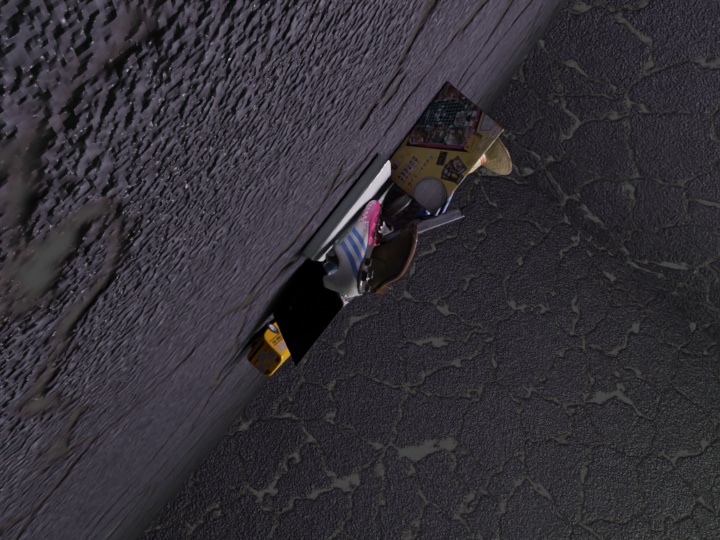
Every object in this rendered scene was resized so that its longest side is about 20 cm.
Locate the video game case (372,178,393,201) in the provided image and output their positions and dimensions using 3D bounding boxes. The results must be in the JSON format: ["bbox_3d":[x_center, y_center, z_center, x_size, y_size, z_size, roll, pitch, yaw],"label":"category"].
[{"bbox_3d":[0.028,-0.146,1.166,0.182,0.024,0.200,-50,178,-29],"label":"video game case"}]

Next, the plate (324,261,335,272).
[{"bbox_3d":[-0.076,0.005,1.227,0.199,0.026,0.200,-41,178,-2],"label":"plate"}]

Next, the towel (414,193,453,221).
[{"bbox_3d":[0.146,-0.168,1.183,0.113,0.048,0.200,-61,-161,0],"label":"towel"}]

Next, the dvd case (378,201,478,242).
[{"bbox_3d":[0.124,-0.089,1.013,0.198,0.018,0.142,-19,-175,27],"label":"dvd case"}]

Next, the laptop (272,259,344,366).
[{"bbox_3d":[-0.082,0.050,1.040,0.115,0.201,0.188,2,137,-42],"label":"laptop"}]

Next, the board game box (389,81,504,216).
[{"bbox_3d":[0.151,-0.224,0.967,0.201,0.135,0.035,-51,178,18],"label":"board game box"}]

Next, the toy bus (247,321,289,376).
[{"bbox_3d":[-0.179,0.154,1.138,0.065,0.078,0.200,-50,178,15],"label":"toy bus"}]

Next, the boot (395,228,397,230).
[{"bbox_3d":[0.102,-0.130,1.435,0.163,0.072,0.201,102,2,-60],"label":"boot"}]

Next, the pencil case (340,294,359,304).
[{"bbox_3d":[-0.072,0.072,1.232,0.200,0.078,0.090,-43,-174,37],"label":"pencil case"}]

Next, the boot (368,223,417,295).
[{"bbox_3d":[0.031,-0.024,0.952,0.201,0.095,0.076,121,-21,-49],"label":"boot"}]

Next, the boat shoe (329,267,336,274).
[{"bbox_3d":[0.000,0.000,1.132,0.074,0.063,0.200,-21,-176,23],"label":"boat shoe"}]

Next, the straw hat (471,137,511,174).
[{"bbox_3d":[0.206,-0.242,1.052,0.085,0.201,0.201,-42,178,-1],"label":"straw hat"}]

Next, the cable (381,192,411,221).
[{"bbox_3d":[0.044,-0.096,1.007,0.199,0.051,0.097,-26,-170,46],"label":"cable"}]

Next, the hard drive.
[{"bbox_3d":[-0.020,-0.103,0.887,0.201,0.026,0.132,-52,178,3],"label":"hard drive"}]

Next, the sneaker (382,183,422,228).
[{"bbox_3d":[0.108,-0.187,1.084,0.089,0.079,0.203,-61,174,-73],"label":"sneaker"}]

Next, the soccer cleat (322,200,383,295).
[{"bbox_3d":[-0.013,-0.048,0.880,0.070,0.085,0.202,83,17,-50],"label":"soccer cleat"}]

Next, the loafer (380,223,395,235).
[{"bbox_3d":[0.054,-0.100,1.218,0.073,0.073,0.200,-51,178,20],"label":"loafer"}]
